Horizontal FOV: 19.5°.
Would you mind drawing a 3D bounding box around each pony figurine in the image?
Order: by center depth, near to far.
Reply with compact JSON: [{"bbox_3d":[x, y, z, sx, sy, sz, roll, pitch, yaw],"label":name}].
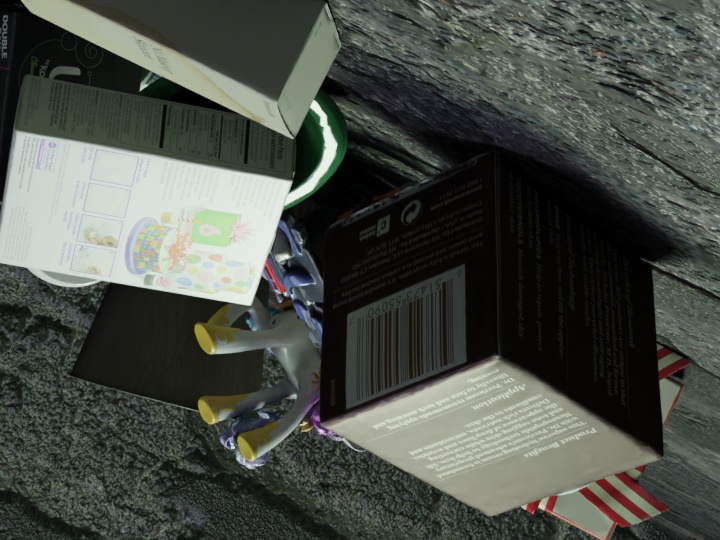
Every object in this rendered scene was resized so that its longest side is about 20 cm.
[{"bbox_3d":[-0.041,0.088,1.809,0.166,0.199,0.195,-8,104,55],"label":"pony figurine"}]

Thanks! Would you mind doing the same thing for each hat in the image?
[{"bbox_3d":[-0.100,-0.152,1.587,0.165,0.177,0.199,29,133,-31],"label":"hat"}]

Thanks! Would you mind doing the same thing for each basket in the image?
[{"bbox_3d":[-0.154,0.019,1.887,0.178,0.202,0.136,13,177,8],"label":"basket"}]

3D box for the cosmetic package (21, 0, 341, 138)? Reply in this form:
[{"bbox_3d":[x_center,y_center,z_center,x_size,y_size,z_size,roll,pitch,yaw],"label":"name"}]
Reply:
[{"bbox_3d":[-0.118,-0.166,1.316,0.199,0.074,0.104,27,174,9],"label":"cosmetic package"}]

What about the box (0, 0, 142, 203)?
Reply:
[{"bbox_3d":[-0.277,-0.142,1.663,0.123,0.150,0.199,-1,-166,-39],"label":"box"}]

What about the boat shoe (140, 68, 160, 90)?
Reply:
[{"bbox_3d":[-0.197,-0.157,1.742,0.070,0.071,0.199,34,164,-34],"label":"boat shoe"}]

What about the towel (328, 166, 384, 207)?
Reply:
[{"bbox_3d":[-0.003,-0.053,1.850,0.199,0.049,0.111,29,173,-23],"label":"towel"}]

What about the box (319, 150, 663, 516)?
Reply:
[{"bbox_3d":[0.093,0.051,1.498,0.165,0.166,0.199,-23,142,34],"label":"box"}]

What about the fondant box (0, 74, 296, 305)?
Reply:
[{"bbox_3d":[-0.158,-0.055,1.518,0.198,0.059,0.145,11,138,-10],"label":"fondant box"}]

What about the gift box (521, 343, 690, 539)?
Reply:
[{"bbox_3d":[0.215,0.142,1.972,0.198,0.186,0.187,22,-178,11],"label":"gift box"}]

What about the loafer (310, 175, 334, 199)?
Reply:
[{"bbox_3d":[-0.100,-0.095,1.748,0.067,0.077,0.199,2,180,-38],"label":"loafer"}]

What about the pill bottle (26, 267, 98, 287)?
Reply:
[{"bbox_3d":[-0.253,-0.047,1.832,0.115,0.116,0.200,28,-178,-14],"label":"pill bottle"}]

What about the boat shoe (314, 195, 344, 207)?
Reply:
[{"bbox_3d":[0.013,0.005,1.761,0.199,0.076,0.074,36,163,14],"label":"boat shoe"}]

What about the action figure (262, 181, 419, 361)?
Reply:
[{"bbox_3d":[0.000,0.000,1.682,0.192,0.105,0.201,2,128,27],"label":"action figure"}]
